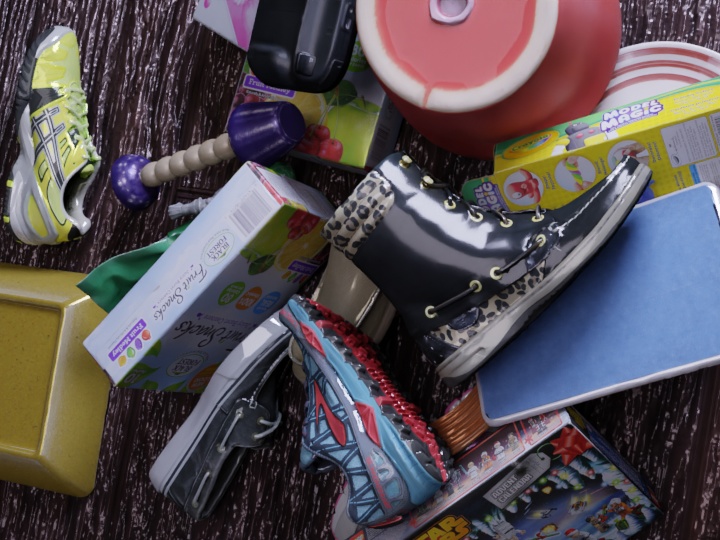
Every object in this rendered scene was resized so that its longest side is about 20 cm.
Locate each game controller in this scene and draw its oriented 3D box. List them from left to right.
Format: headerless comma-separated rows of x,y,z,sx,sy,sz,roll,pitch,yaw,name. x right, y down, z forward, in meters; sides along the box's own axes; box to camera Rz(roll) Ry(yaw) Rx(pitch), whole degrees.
-0.031,-0.235,1.017,0.104,0.042,0.202,15,92,51,game controller

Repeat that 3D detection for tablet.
0.168,0.025,0.944,0.199,0.014,0.131,-19,62,22,tablet

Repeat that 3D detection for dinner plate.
0.227,-0.076,1.040,0.199,0.024,0.202,-3,83,23,dinner plate

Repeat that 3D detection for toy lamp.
-0.128,-0.097,1.136,0.199,0.058,0.059,-18,75,40,toy lamp

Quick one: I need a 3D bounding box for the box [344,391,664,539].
0.106,0.190,0.996,0.200,0.137,0.040,-38,34,14,box

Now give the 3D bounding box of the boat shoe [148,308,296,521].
-0.098,0.124,1.135,0.071,0.072,0.201,39,109,14,boat shoe

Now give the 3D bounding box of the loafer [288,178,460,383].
0.000,0.000,1.084,0.201,0.068,0.076,-55,38,-6,loafer

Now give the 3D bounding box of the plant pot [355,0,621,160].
0.086,-0.182,0.986,0.199,0.177,0.202,1,94,16,plant pot

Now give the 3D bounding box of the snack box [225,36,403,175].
-0.020,-0.193,1.146,0.141,0.053,0.202,17,89,24,snack box

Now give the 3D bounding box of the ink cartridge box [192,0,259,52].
-0.048,-0.265,1.088,0.200,0.043,0.198,37,105,53,ink cartridge box

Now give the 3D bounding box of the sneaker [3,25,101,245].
-0.272,-0.122,1.241,0.076,0.075,0.202,7,96,16,sneaker

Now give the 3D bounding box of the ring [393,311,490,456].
0.049,0.075,1.048,0.199,0.019,0.201,-23,39,21,ring

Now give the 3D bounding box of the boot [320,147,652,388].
0.084,-0.039,0.932,0.154,0.073,0.204,45,100,7,boot

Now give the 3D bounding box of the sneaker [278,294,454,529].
-0.021,0.102,0.984,0.096,0.079,0.200,-45,51,11,sneaker

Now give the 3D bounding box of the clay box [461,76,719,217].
0.183,-0.057,0.983,0.199,0.115,0.048,-14,33,20,clay box

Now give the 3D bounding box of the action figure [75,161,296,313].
-0.136,-0.027,1.158,0.199,0.118,0.055,-35,59,6,action figure

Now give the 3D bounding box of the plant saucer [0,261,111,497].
-0.324,0.093,1.240,0.198,0.048,0.202,7,85,24,plant saucer

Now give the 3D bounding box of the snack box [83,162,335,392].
-0.112,0.012,1.100,0.200,0.142,0.053,-46,68,11,snack box

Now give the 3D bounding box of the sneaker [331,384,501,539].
0.065,0.166,1.045,0.200,0.081,0.089,-38,69,15,sneaker
